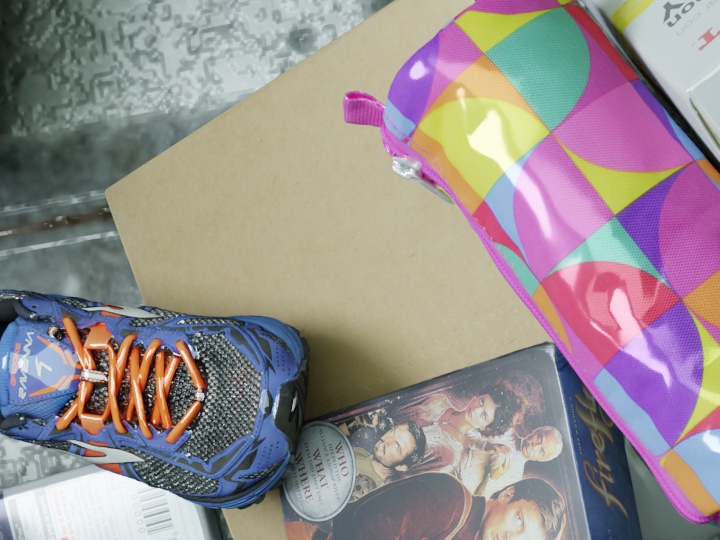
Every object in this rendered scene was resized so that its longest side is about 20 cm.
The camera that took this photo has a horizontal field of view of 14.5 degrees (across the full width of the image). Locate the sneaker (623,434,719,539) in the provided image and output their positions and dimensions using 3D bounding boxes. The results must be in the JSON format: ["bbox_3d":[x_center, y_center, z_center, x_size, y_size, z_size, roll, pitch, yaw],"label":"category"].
[{"bbox_3d":[0.096,0.013,1.070,0.088,0.074,0.201,-12,86,-2],"label":"sneaker"}]

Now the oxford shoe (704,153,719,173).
[{"bbox_3d":[0.185,-0.033,1.028,0.200,0.073,0.085,-41,115,-10],"label":"oxford shoe"}]

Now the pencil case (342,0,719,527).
[{"bbox_3d":[0.087,-0.005,0.943,0.088,0.088,0.200,-42,75,6],"label":"pencil case"}]

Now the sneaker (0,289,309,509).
[{"bbox_3d":[-0.097,0.045,1.055,0.199,0.078,0.076,3,83,44],"label":"sneaker"}]

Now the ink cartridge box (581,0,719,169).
[{"bbox_3d":[0.160,-0.108,0.987,0.145,0.200,0.083,-39,115,5],"label":"ink cartridge box"}]

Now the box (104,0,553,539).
[{"bbox_3d":[0.000,0.000,1.064,0.200,0.021,0.164,-30,76,36],"label":"box"}]

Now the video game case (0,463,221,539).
[{"bbox_3d":[-0.127,0.187,1.124,0.181,0.023,0.201,-16,84,10],"label":"video game case"}]

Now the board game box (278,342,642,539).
[{"bbox_3d":[0.043,0.138,0.990,0.135,0.035,0.201,-21,73,37],"label":"board game box"}]
